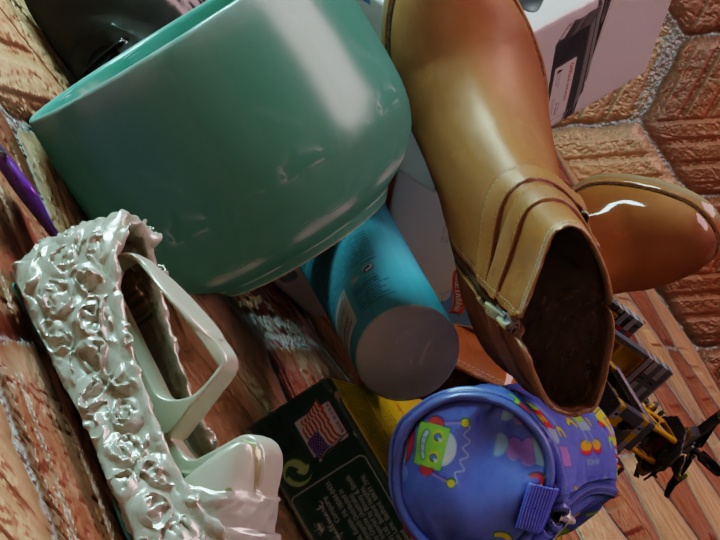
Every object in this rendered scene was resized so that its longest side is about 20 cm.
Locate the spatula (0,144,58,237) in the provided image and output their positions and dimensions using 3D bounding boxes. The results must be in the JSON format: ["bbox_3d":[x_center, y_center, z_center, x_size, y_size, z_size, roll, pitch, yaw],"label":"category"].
[{"bbox_3d":[-0.164,-0.053,0.977,0.057,0.021,0.200,48,7,31],"label":"spatula"}]

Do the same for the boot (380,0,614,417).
[{"bbox_3d":[0.068,-0.041,1.144,0.155,0.074,0.200,-116,-172,-71],"label":"boot"}]

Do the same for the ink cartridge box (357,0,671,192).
[{"bbox_3d":[0.051,-0.139,1.326,0.145,0.084,0.200,34,39,22],"label":"ink cartridge box"}]

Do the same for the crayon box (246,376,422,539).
[{"bbox_3d":[0.024,0.123,1.252,0.127,0.051,0.200,59,11,15],"label":"crayon box"}]

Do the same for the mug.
[{"bbox_3d":[-0.042,-0.067,1.156,0.114,0.185,0.152,59,-27,-9],"label":"mug"}]

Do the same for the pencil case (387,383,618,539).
[{"bbox_3d":[0.071,0.092,1.194,0.087,0.078,0.200,29,5,12],"label":"pencil case"}]

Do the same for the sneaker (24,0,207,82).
[{"bbox_3d":[-0.093,-0.078,1.260,0.200,0.076,0.091,44,37,-5],"label":"sneaker"}]

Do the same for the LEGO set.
[{"bbox_3d":[0.129,0.094,1.551,0.116,0.154,0.200,33,12,-36],"label":"LEGO set"}]

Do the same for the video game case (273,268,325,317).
[{"bbox_3d":[-0.092,-0.086,1.433,0.182,0.022,0.200,43,18,-55],"label":"video game case"}]

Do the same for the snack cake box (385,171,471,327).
[{"bbox_3d":[0.048,-0.076,1.411,0.200,0.067,0.115,-86,-172,-53],"label":"snack cake box"}]

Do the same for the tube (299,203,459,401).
[{"bbox_3d":[0.000,0.000,1.299,0.050,0.077,0.200,23,17,-22],"label":"tube"}]

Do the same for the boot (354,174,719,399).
[{"bbox_3d":[0.099,0.021,1.443,0.155,0.200,0.074,-67,144,-53],"label":"boot"}]

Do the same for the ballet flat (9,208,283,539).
[{"bbox_3d":[-0.069,0.061,0.962,0.200,0.072,0.072,62,11,20],"label":"ballet flat"}]
